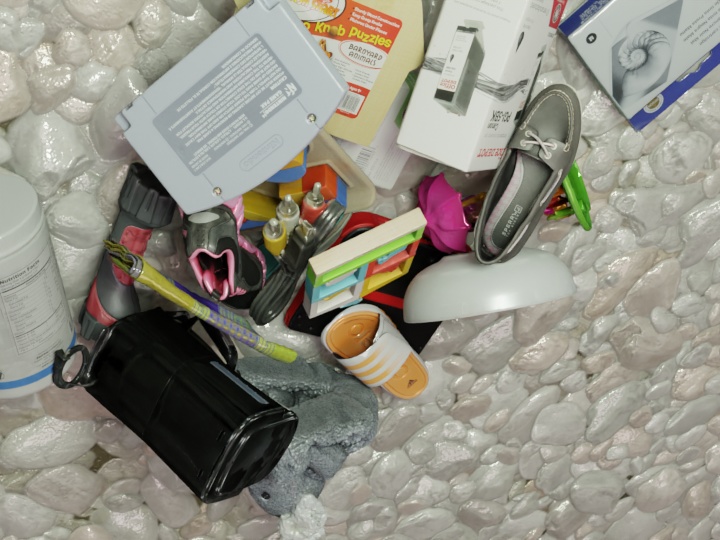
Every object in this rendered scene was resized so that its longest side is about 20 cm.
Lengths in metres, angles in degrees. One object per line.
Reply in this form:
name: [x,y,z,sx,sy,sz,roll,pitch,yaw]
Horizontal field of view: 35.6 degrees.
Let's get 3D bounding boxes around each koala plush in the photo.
koala plush: [-0.078,0.227,1.383,0.182,0.177,0.201,-3,124,-33]

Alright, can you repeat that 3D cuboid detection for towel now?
towel: [-0.165,0.032,1.133,0.199,0.143,0.023,33,85,-25]

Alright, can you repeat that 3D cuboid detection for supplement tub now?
supplement tub: [-0.369,0.019,1.139,0.131,0.132,0.201,-13,128,-11]

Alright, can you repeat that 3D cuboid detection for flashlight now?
flashlight: [-0.245,-0.011,1.203,0.067,0.068,0.201,13,121,-27]

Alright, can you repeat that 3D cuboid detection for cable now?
cable: [-0.073,-0.019,1.161,0.097,0.050,0.200,-38,168,-32]

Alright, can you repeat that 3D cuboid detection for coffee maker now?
coffee maker: [-0.193,0.148,1.192,0.191,0.199,0.136,-28,144,-44]

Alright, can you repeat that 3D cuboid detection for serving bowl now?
serving bowl: [0.140,0.010,1.266,0.198,0.200,0.067,-11,92,-12]

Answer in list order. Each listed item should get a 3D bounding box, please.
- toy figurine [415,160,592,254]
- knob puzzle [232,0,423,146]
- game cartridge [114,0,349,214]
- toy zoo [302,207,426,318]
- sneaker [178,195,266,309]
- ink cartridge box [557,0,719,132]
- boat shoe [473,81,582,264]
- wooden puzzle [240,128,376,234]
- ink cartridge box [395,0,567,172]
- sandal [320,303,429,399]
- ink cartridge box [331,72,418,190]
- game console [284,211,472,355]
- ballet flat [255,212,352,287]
toy figurine: [0.154,-0.085,1.272,0.183,0.152,0.200,-20,171,17]
knob puzzle: [-0.029,-0.233,1.052,0.217,0.031,0.221,-8,125,-11]
game cartridge: [-0.113,-0.146,1.023,0.199,0.040,0.134,-34,97,21]
toy zoo: [0.000,0.000,1.233,0.130,0.021,0.200,-25,166,-11]
sneaker: [-0.143,-0.001,1.151,0.078,0.096,0.201,-8,148,5]
ink cartridge box: [0.346,-0.265,1.244,0.199,0.041,0.200,-41,129,13]
boat shoe: [0.169,-0.091,1.138,0.066,0.057,0.201,27,116,12]
wooden puzzle: [-0.102,-0.093,1.133,0.184,0.047,0.200,-10,150,22]
ink cartridge box: [0.124,-0.204,1.107,0.147,0.082,0.202,-17,129,-66]
sandal: [0.035,0.112,1.369,0.079,0.059,0.206,-44,133,6]
ink cartridge box: [-0.035,-0.170,1.158,0.199,0.067,0.118,16,117,-29]
game console: [0.028,0.021,1.357,0.199,0.031,0.177,16,123,-29]
ballet flat: [-0.074,-0.029,1.267,0.200,0.068,0.064,-41,156,14]
